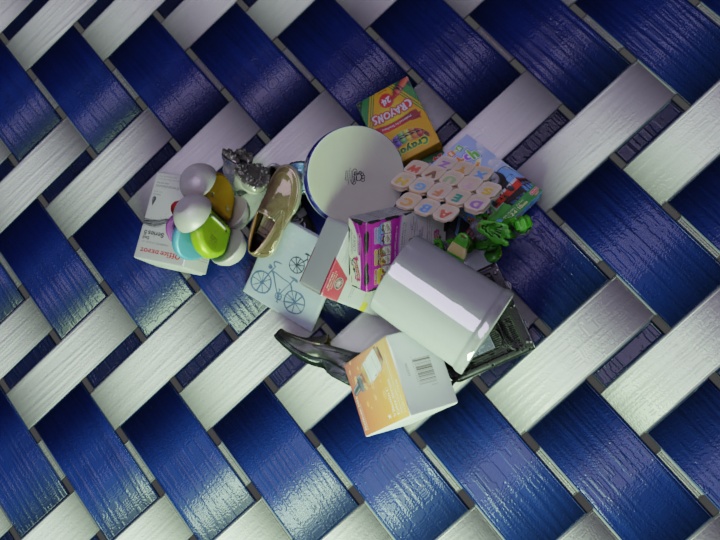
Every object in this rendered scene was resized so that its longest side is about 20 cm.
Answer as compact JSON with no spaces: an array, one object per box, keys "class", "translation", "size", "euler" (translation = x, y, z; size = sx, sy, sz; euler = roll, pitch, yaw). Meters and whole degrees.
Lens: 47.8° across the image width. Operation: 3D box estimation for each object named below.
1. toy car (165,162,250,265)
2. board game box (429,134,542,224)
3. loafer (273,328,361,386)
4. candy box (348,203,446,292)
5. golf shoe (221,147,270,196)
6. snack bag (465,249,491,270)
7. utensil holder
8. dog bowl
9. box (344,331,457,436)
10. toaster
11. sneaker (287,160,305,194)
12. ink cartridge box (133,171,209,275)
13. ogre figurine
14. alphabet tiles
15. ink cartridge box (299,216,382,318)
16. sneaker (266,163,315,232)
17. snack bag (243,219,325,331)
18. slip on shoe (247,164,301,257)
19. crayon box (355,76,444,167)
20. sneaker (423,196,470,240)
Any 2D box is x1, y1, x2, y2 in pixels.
[{"class":"toy car","translation":[-0.324,-0.103,1.640],"size":[0.149,0.175,0.201],"euler":[-18,49,23]},{"class":"board game box","translation":[0.239,-0.167,1.626],"size":[0.200,0.037,0.151],"euler":[40,65,19]},{"class":"loafer","translation":[-0.083,0.163,1.668],"size":[0.199,0.073,0.073],"euler":[27,80,8]},{"class":"candy box","translation":[0.071,-0.050,1.542],"size":[0.061,0.199,0.137],"euler":[24,121,49]},{"class":"golf shoe","translation":[-0.246,-0.189,1.738],"size":[0.078,0.200,0.098],"euler":[-1,117,-23]},{"class":"snack bag","translation":[0.189,0.041,1.640],"size":[0.188,0.021,0.201],"euler":[-23,75,9]},{"class":"utensil holder","translation":[0.141,0.055,1.423],"size":[0.200,0.170,0.170],"euler":[34,90,10]},{"class":"dog bowl","translation":[-0.014,-0.188,1.628],"size":[0.199,0.079,0.201],"euler":[-1,95,-9]},{"class":"box","translation":[0.071,0.212,1.536],"size":[0.106,0.200,0.153],"euler":[-10,73,-29]},{"class":"toaster","translation":[0.215,0.107,1.554],"size":[0.199,0.119,0.182],"euler":[-26,82,9]},{"class":"sneaker","translation":[-0.060,-0.167,1.702],"size":[0.199,0.079,0.096],"euler":[8,85,-4]},{"class":"ink cartridge box","translation":[-0.393,-0.103,1.778],"size":[0.145,0.084,0.201],"euler":[10,82,27]},{"class":"ogre figurine","translation":[0.229,-0.063,1.501],"size":[0.200,0.120,0.098],"euler":[-39,80,25]},{"class":"alphabet tiles","translation":[0.163,-0.161,1.547],"size":[0.199,0.015,0.196],"euler":[21,46,27]},{"class":"ink cartridge box","translation":[0.000,0.000,1.597],"size":[0.083,0.200,0.146],"euler":[23,90,50]},{"class":"sneaker","translation":[-0.160,-0.137,1.733],"size":[0.074,0.089,0.201],"euler":[-26,76,7]},{"class":"snack bag","translation":[-0.140,-0.001,1.700],"size":[0.188,0.021,0.201],"euler":[29,106,20]},{"class":"slip on shoe","translation":[-0.180,-0.120,1.655],"size":[0.076,0.061,0.201],"euler":[30,104,21]},{"class":"crayon box","translation":[0.089,-0.291,1.713],"size":[0.127,0.051,0.201],"euler":[-28,74,8]},{"class":"sneaker","translation":[0.169,-0.117,1.653],"size":[0.082,0.073,0.201],"euler":[-21,64,-13]}]
